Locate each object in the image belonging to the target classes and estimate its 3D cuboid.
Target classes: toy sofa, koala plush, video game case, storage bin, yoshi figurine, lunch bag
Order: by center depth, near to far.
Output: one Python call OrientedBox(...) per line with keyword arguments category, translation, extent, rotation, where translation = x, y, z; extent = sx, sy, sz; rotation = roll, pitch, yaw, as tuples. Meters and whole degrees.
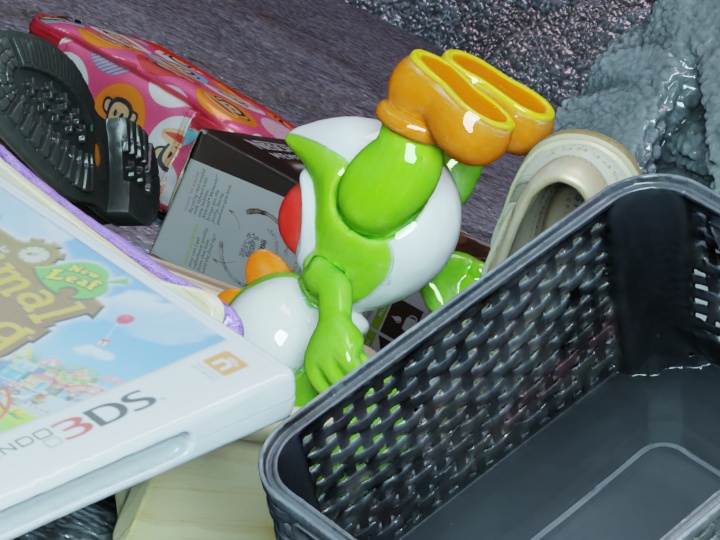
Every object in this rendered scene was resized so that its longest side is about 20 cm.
OrientedBox(category="video game case", translation=(-0.154, 0.026, 0.778), extent=(0.182, 0.022, 0.200), rotation=(-22, 40, -39))
OrientedBox(category="storage bin", translation=(0.081, 0.072, 0.780), extent=(0.200, 0.094, 0.135), rotation=(-34, 45, -25))
OrientedBox(category="toy sofa", translation=(-0.100, 0.024, 0.902), extent=(0.200, 0.098, 0.083), rotation=(33, 12, 39))
OrientedBox(category="yoshi figurine", translation=(0.010, 0.014, 0.944), extent=(0.112, 0.200, 0.112), rotation=(25, 20, -25))
OrientedBox(category="koala plush", translation=(0.197, -0.025, 1.033), extent=(0.177, 0.184, 0.200), rotation=(-11, -35, 40))
OrientedBox(category="lunch bag", translation=(-0.114, -0.086, 1.469), extent=(0.200, 0.082, 0.176), rotation=(31, 9, 27))

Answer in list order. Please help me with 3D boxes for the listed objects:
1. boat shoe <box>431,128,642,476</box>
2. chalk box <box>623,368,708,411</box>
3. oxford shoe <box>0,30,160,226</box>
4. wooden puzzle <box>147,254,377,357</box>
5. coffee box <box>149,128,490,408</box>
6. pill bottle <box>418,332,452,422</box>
OrientedBox(category="boat shoe", translation=(0.065, 0.045, 0.908), extent=(0.072, 0.200, 0.065), rotation=(16, 20, 11))
OrientedBox(category="chalk box", translation=(0.153, 0.119, 0.914), extent=(0.124, 0.125, 0.200), rotation=(31, 12, 32))
OrientedBox(category="oxford shoe", translation=(-0.174, -0.064, 1.195), extent=(0.084, 0.073, 0.200), rotation=(-3, -21, 13))
OrientedBox(category="wooden puzzle", translation=(-0.094, 0.010, 1.103), extent=(0.200, 0.037, 0.185), rotation=(25, -1, -14))
OrientedBox(category="coffee box", translation=(0.000, 0.000, 1.276), extent=(0.200, 0.080, 0.113), rotation=(29, 13, 23))
OrientedBox(category="pill bottle", translation=(0.125, 0.066, 1.138), extent=(0.113, 0.113, 0.200), rotation=(32, 13, 36))
